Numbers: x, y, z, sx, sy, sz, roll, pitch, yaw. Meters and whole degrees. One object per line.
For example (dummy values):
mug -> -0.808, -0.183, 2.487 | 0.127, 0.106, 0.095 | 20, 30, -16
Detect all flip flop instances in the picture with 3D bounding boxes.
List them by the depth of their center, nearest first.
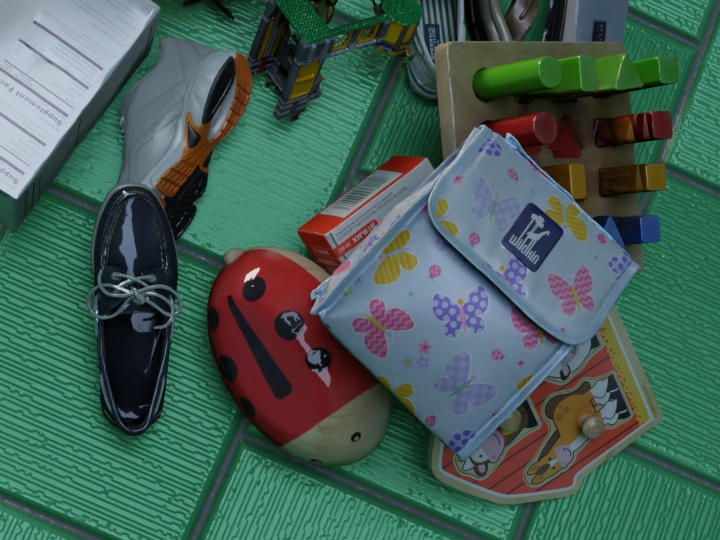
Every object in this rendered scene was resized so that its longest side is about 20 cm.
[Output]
flip flop -> 0.131, -0.213, 1.556 | 0.058, 0.081, 0.200 | -10, 83, -8

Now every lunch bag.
lunch bag -> 0.085, 0.011, 1.341 | 0.200, 0.127, 0.170 | -44, 96, 3

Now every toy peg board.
toy peg board -> 0.174, -0.091, 1.443 | 0.200, 0.098, 0.199 | -5, 90, -36

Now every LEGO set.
LEGO set -> -0.052, -0.221, 1.525 | 0.154, 0.116, 0.200 | -31, 70, -35

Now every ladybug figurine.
ladybug figurine -> -0.058, 0.070, 1.428 | 0.136, 0.072, 0.200 | -38, 83, 26

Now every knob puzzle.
knob puzzle -> 0.143, 0.113, 1.449 | 0.219, 0.030, 0.220 | -9, 114, -22

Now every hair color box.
hair color box -> 0.050, 0.018, 1.457 | 0.111, 0.064, 0.200 | -38, 111, -17

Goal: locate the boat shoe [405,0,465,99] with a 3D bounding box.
boat shoe -> 0.064, -0.253, 1.560 | 0.073, 0.067, 0.200 | -9, 78, -13

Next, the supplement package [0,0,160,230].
supplement package -> -0.267, -0.152, 1.448 | 0.109, 0.114, 0.200 | 35, 73, -2

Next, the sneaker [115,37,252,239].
sneaker -> -0.172, -0.103, 1.488 | 0.092, 0.076, 0.200 | 26, 83, 28

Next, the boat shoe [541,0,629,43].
boat shoe -> 0.185, -0.184, 1.566 | 0.074, 0.068, 0.200 | 0, 101, -22

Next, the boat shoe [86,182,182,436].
boat shoe -> -0.181, 0.031, 1.415 | 0.075, 0.062, 0.200 | 5, 97, -12
